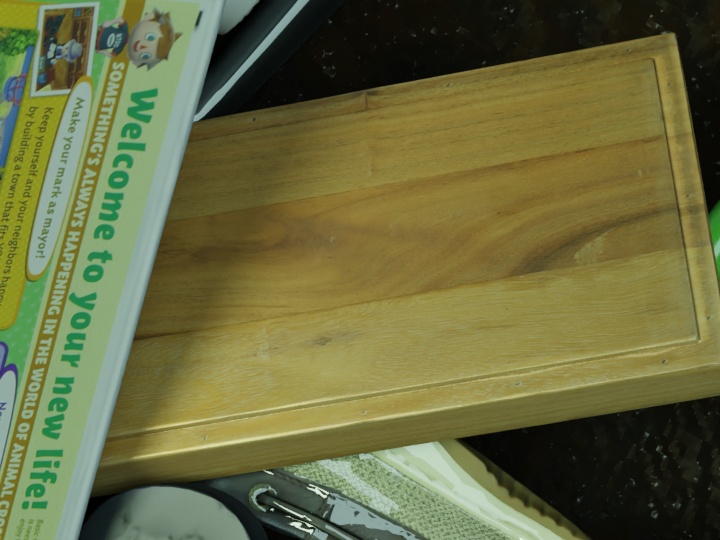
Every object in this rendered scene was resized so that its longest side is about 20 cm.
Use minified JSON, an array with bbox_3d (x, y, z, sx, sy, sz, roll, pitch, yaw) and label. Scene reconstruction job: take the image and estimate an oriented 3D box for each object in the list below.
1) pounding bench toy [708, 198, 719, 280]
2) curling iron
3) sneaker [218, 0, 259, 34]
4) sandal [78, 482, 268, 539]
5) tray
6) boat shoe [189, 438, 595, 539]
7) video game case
[{"bbox_3d":[0.173,-0.022,0.810,0.200,0.124,0.156,12,86,-13],"label":"pounding bench toy"},{"bbox_3d":[0.000,-0.115,0.818,0.200,0.026,0.050,-52,136,-5],"label":"curling iron"},{"bbox_3d":[-0.045,-0.173,0.783,0.104,0.075,0.201,22,73,-14],"label":"sneaker"},{"bbox_3d":[-0.055,0.161,0.745,0.076,0.043,0.201,-8,87,13],"label":"sandal"},{"bbox_3d":[0.000,0.000,0.763,0.200,0.037,0.099,-10,72,7],"label":"tray"},{"bbox_3d":[0.038,0.097,0.808,0.200,0.073,0.065,36,86,-1],"label":"boat shoe"},{"bbox_3d":[-0.139,0.008,0.662,0.182,0.022,0.200,1,119,-32],"label":"video game case"}]
